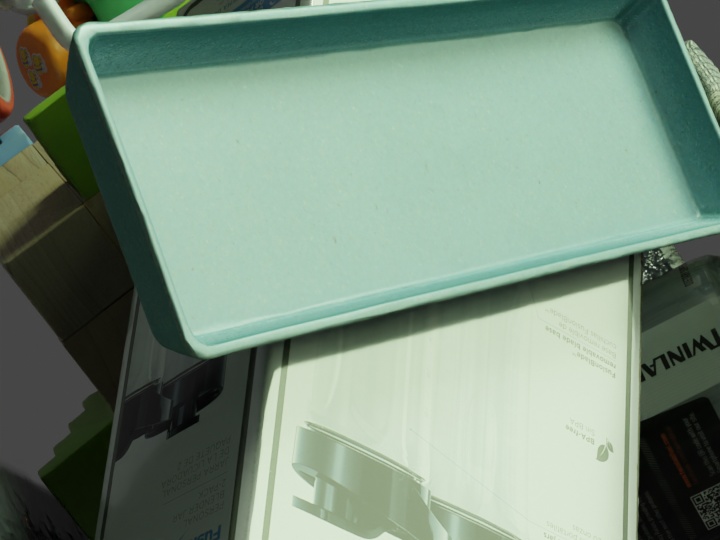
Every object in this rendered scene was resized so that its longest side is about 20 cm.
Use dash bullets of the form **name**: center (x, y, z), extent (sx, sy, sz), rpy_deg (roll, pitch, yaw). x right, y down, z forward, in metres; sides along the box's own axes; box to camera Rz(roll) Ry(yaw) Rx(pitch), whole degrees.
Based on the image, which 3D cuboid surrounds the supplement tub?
- **supplement tub**: center (0.084, 0.088, 0.943), extent (0.123, 0.199, 0.123), rpy_deg (60, 9, -17)

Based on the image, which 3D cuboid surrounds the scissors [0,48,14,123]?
- **scissors**: center (-0.120, -0.051, 0.712), extent (0.073, 0.014, 0.200), rpy_deg (61, 2, -33)

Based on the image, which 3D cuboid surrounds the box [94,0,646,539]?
- **box**: center (0.005, 0.031, 0.540), extent (0.116, 0.060, 0.201), rpy_deg (27, 52, -33)

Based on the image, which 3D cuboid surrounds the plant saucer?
- **plant saucer**: center (0.017, -0.027, 0.523), extent (0.200, 0.019, 0.070), rpy_deg (-13, 78, -47)

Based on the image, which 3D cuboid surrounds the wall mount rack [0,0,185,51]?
- **wall mount rack**: center (-0.126, -0.158, 0.751), extent (0.174, 0.074, 0.200), rpy_deg (59, -8, -20)

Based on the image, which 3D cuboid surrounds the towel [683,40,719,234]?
- **towel**: center (0.168, 0.019, 0.907), extent (0.193, 0.034, 0.200), rpy_deg (63, 7, -18)

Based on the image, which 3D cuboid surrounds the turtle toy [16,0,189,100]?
- **turtle toy**: center (-0.074, -0.127, 0.895), extent (0.101, 0.201, 0.146), rpy_deg (18, 2, -2)

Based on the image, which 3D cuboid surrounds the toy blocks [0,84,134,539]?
- **toy blocks**: center (-0.048, 0.023, 0.660), extent (0.200, 0.100, 0.137), rpy_deg (54, -6, -23)
